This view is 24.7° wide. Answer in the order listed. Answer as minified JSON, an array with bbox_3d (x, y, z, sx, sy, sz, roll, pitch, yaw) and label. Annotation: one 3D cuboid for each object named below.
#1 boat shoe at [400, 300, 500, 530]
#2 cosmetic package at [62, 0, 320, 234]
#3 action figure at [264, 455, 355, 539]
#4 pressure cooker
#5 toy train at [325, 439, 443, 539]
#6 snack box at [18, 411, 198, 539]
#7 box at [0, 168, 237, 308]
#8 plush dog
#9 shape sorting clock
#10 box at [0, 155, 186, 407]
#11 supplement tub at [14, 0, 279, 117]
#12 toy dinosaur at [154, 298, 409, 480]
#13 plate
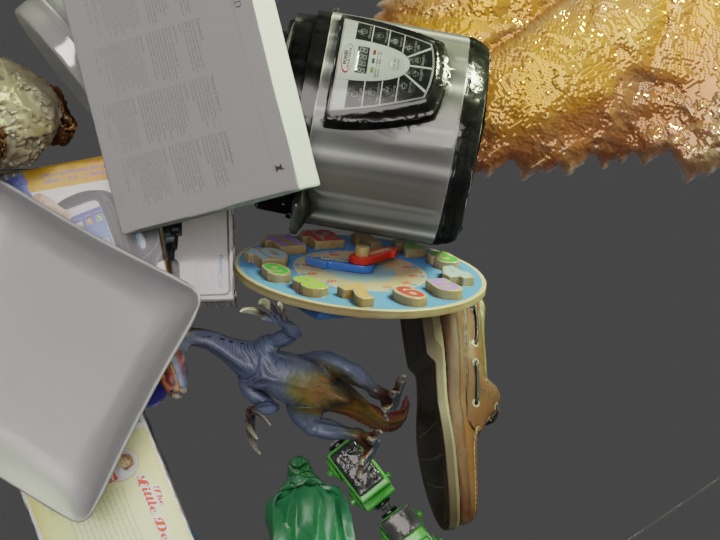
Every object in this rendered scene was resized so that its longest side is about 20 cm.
[{"bbox_3d":[0.083,0.108,1.339,0.068,0.072,0.201,-4,84,-19],"label":"boat shoe"},{"bbox_3d":[-0.128,-0.141,1.233,0.150,0.052,0.201,-13,93,22],"label":"cosmetic package"},{"bbox_3d":[-0.038,0.247,1.321,0.118,0.055,0.201,-5,74,-2],"label":"action figure"},{"bbox_3d":[-0.005,-0.115,1.319,0.199,0.176,0.179,10,104,0],"label":"pressure cooker"},{"bbox_3d":[0.040,0.216,1.328,0.042,0.056,0.200,-38,84,-8],"label":"toy train"},{"bbox_3d":[-0.211,0.178,1.331,0.116,0.037,0.200,-22,83,-6],"label":"snack box"},{"bbox_3d":[-0.201,-0.024,1.352,0.199,0.060,0.117,-3,81,-3],"label":"box"},{"bbox_3d":[-0.309,-0.134,1.270,0.171,0.200,0.161,24,118,18],"label":"plush dog"},{"bbox_3d":[0.000,0.000,1.295,0.199,0.200,0.039,3,103,-2],"label":"shape sorting clock"},{"bbox_3d":[-0.208,0.013,1.296,0.119,0.041,0.201,-11,85,-4],"label":"box"},{"bbox_3d":[-0.167,-0.224,1.350,0.200,0.132,0.132,-40,85,-9],"label":"supplement tub"},{"bbox_3d":[-0.066,0.095,1.286,0.181,0.200,0.105,21,78,12],"label":"toy dinosaur"},{"bbox_3d":[-0.245,0.059,1.254,0.200,0.032,0.200,28,92,9],"label":"plate"}]
